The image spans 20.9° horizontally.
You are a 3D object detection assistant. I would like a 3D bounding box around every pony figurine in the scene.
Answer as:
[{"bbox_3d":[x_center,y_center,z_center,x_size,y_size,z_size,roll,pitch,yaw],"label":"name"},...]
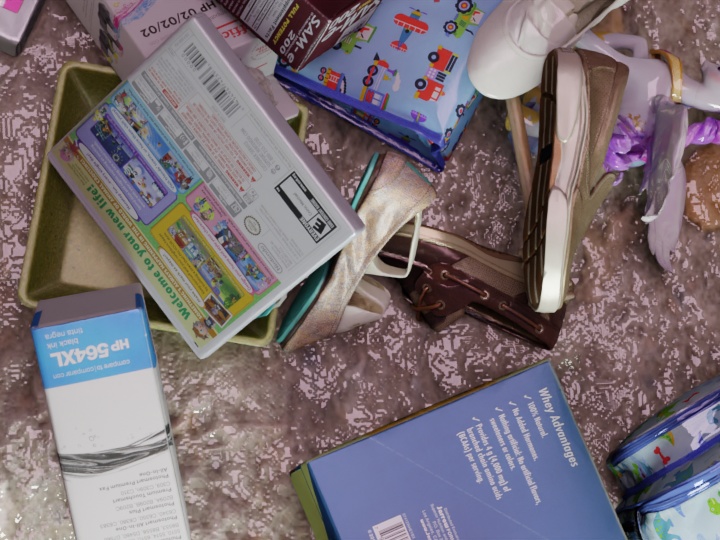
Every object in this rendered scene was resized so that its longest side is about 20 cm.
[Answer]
[{"bbox_3d":[0.224,-0.116,1.564,0.200,0.167,0.193,17,76,12],"label":"pony figurine"}]

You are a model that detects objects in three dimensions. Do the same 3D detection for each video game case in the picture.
[{"bbox_3d":[-0.118,-0.060,1.451,0.182,0.022,0.200,-38,88,31],"label":"video game case"}]

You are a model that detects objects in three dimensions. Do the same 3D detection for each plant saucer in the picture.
[{"bbox_3d":[-0.155,-0.049,1.540,0.200,0.048,0.200,10,79,-6],"label":"plant saucer"}]

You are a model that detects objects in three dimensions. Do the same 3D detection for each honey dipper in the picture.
[{"bbox_3d":[0.131,-0.072,1.526,0.038,0.038,0.200,-10,86,-10],"label":"honey dipper"}]

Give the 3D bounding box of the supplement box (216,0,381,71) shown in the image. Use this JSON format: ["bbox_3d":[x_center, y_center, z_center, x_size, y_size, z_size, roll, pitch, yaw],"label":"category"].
[{"bbox_3d":[-0.082,-0.254,1.496,0.200,0.061,0.109,42,41,5],"label":"supplement box"}]

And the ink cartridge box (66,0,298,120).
[{"bbox_3d":[-0.140,-0.193,1.520,0.115,0.068,0.200,-27,69,-25],"label":"ink cartridge box"}]

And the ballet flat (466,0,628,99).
[{"bbox_3d":[0.160,-0.208,1.513,0.200,0.069,0.069,-39,87,-27],"label":"ballet flat"}]

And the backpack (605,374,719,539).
[{"bbox_3d":[0.286,0.157,1.489,0.183,0.200,0.147,-30,86,-11],"label":"backpack"}]

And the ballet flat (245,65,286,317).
[{"bbox_3d":[-0.080,-0.062,1.486,0.072,0.072,0.200,-5,108,-9],"label":"ballet flat"}]

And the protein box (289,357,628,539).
[{"bbox_3d":[0.080,0.200,1.485,0.200,0.135,0.199,-22,85,-11],"label":"protein box"}]

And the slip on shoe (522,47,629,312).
[{"bbox_3d":[0.163,-0.067,1.470,0.061,0.076,0.200,6,86,-10],"label":"slip on shoe"}]

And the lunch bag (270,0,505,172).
[{"bbox_3d":[0.012,-0.197,1.576,0.200,0.094,0.151,27,80,7],"label":"lunch bag"}]

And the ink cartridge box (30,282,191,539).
[{"bbox_3d":[-0.181,0.120,1.432,0.084,0.146,0.200,-11,97,-6],"label":"ink cartridge box"}]

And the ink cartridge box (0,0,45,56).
[{"bbox_3d":[-0.313,-0.297,1.563,0.174,0.044,0.200,24,78,-5],"label":"ink cartridge box"}]

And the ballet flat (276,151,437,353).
[{"bbox_3d":[0.000,0.000,1.496,0.067,0.200,0.068,26,36,-6],"label":"ballet flat"}]

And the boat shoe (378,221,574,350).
[{"bbox_3d":[0.070,0.014,1.551,0.200,0.072,0.072,18,77,-11],"label":"boat shoe"}]
